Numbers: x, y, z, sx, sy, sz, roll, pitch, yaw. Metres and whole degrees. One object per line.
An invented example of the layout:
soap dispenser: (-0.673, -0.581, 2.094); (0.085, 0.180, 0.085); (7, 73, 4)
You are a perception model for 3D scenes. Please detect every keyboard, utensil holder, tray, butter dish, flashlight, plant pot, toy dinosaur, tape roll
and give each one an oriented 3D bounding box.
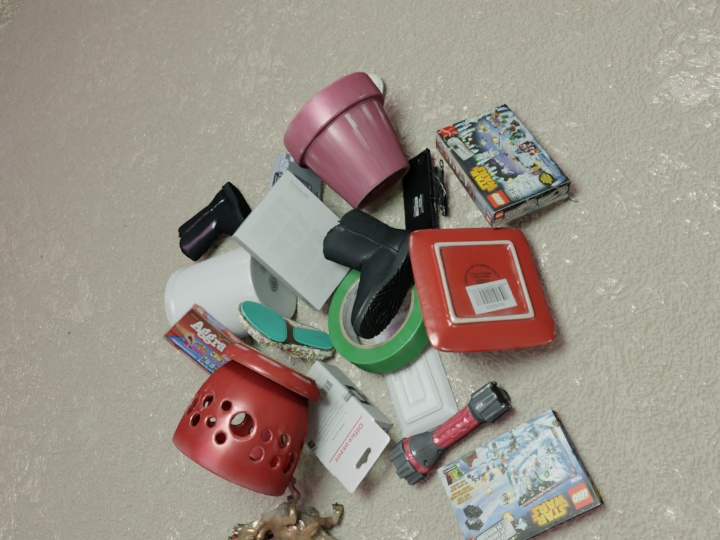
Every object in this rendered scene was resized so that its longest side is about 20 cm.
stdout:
keyboard: (0.122, -0.115, 1.111); (0.103, 0.039, 0.205); (-26, 60, 49)
utensil holder: (-0.243, 0.050, 1.195); (0.196, 0.169, 0.174); (-18, 65, 22)
tray: (0.083, 0.165, 1.037); (0.106, 0.022, 0.203); (-30, 60, 21)
butter dish: (0.167, 0.050, 0.958); (0.195, 0.149, 0.203); (-2, 60, -13)
flashlight: (0.134, 0.244, 0.946); (0.199, 0.068, 0.068); (-42, 23, 19)
plant pot: (-0.011, -0.219, 1.124); (0.199, 0.200, 0.180); (-39, 84, 14)
plant pot: (-0.170, 0.229, 0.993); (0.198, 0.200, 0.185); (18, 75, 35)
toy dinosaur: (-0.106, 0.437, 1.031); (0.197, 0.086, 0.138); (21, 95, 19)
tape roll: (0.037, 0.070, 1.060); (0.197, 0.048, 0.204); (-19, 53, 28)

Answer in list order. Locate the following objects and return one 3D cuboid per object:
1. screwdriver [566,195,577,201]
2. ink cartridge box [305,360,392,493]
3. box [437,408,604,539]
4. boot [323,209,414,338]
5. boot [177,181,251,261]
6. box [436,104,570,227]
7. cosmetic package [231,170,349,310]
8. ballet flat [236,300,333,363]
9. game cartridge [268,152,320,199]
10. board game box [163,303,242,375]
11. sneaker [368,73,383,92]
screwdriver: (0.269, -0.156, 1.029); (0.198, 0.028, 0.030); (26, 116, 34)
ink cartridge box: (-0.030, 0.262, 1.047); (0.199, 0.066, 0.117); (40, 96, 35)
box: (0.222, 0.308, 0.890); (0.198, 0.040, 0.139); (-33, 58, 18)
boot: (0.000, 0.000, 1.029); (0.166, 0.077, 0.202); (20, 70, 37)
boot: (-0.300, -0.075, 1.323); (0.168, 0.076, 0.201); (-42, 50, 9)
box: (0.224, -0.174, 1.005); (0.134, 0.040, 0.202); (-22, 55, -8)
cosmetic package: (-0.106, -0.052, 1.111); (0.152, 0.200, 0.052); (-51, 13, -15)
ballet flat: (-0.138, 0.118, 1.096); (0.064, 0.197, 0.077); (-46, 29, 34)
game cartridge: (-0.129, -0.105, 1.193); (0.040, 0.132, 0.205); (2, 77, 34)
board game box: (-0.259, 0.156, 1.155); (0.103, 0.200, 0.020); (-39, 18, 27)
sneaker: (-0.038, -0.320, 1.245); (0.199, 0.081, 0.076); (-40, 55, 12)
